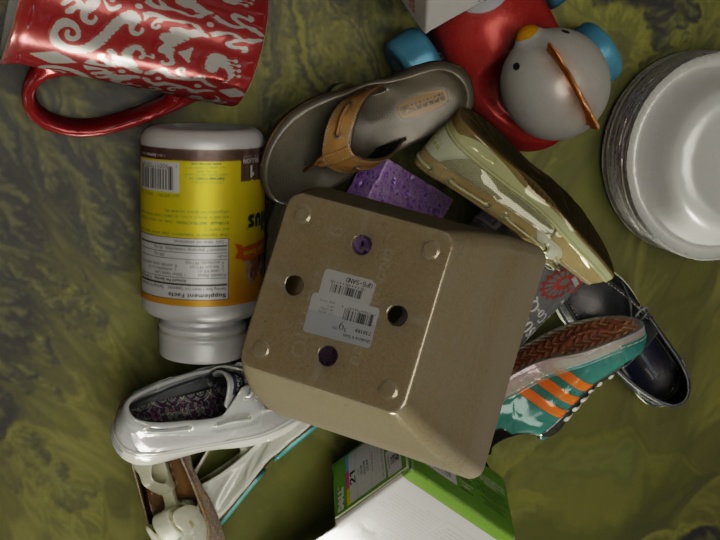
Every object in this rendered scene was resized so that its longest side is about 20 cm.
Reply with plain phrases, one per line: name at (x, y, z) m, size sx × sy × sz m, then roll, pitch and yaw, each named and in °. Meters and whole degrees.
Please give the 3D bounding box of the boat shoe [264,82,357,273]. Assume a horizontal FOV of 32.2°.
boat shoe at (-0.053, -0.077, 1.125) m, size 0.071 × 0.066 × 0.203 m, roll 9°, pitch 103°, yaw -46°

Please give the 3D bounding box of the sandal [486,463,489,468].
sandal at (0.064, 0.166, 1.208) m, size 0.075 × 0.045 × 0.200 m, roll -30°, pitch 123°, yaw 14°

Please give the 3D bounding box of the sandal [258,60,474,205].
sandal at (0.006, -0.114, 1.050) m, size 0.198 × 0.055 × 0.082 m, roll -20°, pitch 115°, yaw 0°

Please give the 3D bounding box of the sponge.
sponge at (0.000, 0.000, 1.148) m, size 0.111 × 0.030 × 0.201 m, roll 26°, pitch 93°, yaw -50°

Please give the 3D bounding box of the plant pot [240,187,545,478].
plant pot at (0.014, 0.036, 0.982) m, size 0.198 × 0.177 × 0.202 m, roll 16°, pitch 84°, yaw 19°

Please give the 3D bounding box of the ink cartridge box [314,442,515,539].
ink cartridge box at (0.023, 0.245, 1.189) m, size 0.200 × 0.076 × 0.147 m, roll -39°, pitch 121°, yaw 24°

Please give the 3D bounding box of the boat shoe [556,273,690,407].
boat shoe at (0.261, 0.062, 1.239) m, size 0.075 × 0.062 × 0.200 m, roll -42°, pitch 106°, yaw -1°

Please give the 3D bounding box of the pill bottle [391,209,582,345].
pill bottle at (0.110, 0.029, 1.164) m, size 0.200 × 0.116 × 0.116 m, roll -45°, pitch 108°, yaw -2°

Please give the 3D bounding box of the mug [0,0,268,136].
mug at (-0.194, -0.203, 1.053) m, size 0.198 × 0.178 × 0.135 m, roll 11°, pitch 58°, yaw -20°

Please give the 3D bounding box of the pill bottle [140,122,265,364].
pill bottle at (-0.138, -0.025, 1.092) m, size 0.108 × 0.109 × 0.202 m, roll -1°, pitch 102°, yaw -14°

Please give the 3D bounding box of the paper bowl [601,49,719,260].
paper bowl at (0.342, -0.110, 1.204) m, size 0.199 × 0.104 × 0.203 m, roll -2°, pitch 101°, yaw -13°

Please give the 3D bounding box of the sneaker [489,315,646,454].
sneaker at (0.186, 0.110, 1.198) m, size 0.199 × 0.071 × 0.080 m, roll -23°, pitch 110°, yaw 7°

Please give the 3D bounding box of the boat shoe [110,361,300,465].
boat shoe at (-0.121, 0.111, 1.093) m, size 0.198 × 0.069 × 0.072 m, roll -7°, pitch 58°, yaw -25°

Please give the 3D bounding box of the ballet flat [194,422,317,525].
ballet flat at (-0.099, 0.163, 1.169) m, size 0.200 × 0.069 × 0.069 m, roll -45°, pitch 108°, yaw -2°

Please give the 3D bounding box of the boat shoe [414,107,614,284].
boat shoe at (0.136, -0.052, 1.068) m, size 0.200 × 0.073 × 0.063 m, roll 40°, pitch 114°, yaw -19°

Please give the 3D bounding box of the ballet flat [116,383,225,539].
ballet flat at (-0.175, 0.201, 1.118) m, size 0.068 × 0.067 × 0.202 m, roll -23°, pitch 83°, yaw 9°

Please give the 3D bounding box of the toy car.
toy car at (0.151, -0.181, 1.088) m, size 0.184 × 0.200 × 0.178 m, roll -34°, pitch 107°, yaw -6°

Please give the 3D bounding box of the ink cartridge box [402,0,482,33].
ink cartridge box at (0.035, -0.316, 1.022) m, size 0.082 × 0.147 × 0.201 m, roll -32°, pitch 80°, yaw -5°
